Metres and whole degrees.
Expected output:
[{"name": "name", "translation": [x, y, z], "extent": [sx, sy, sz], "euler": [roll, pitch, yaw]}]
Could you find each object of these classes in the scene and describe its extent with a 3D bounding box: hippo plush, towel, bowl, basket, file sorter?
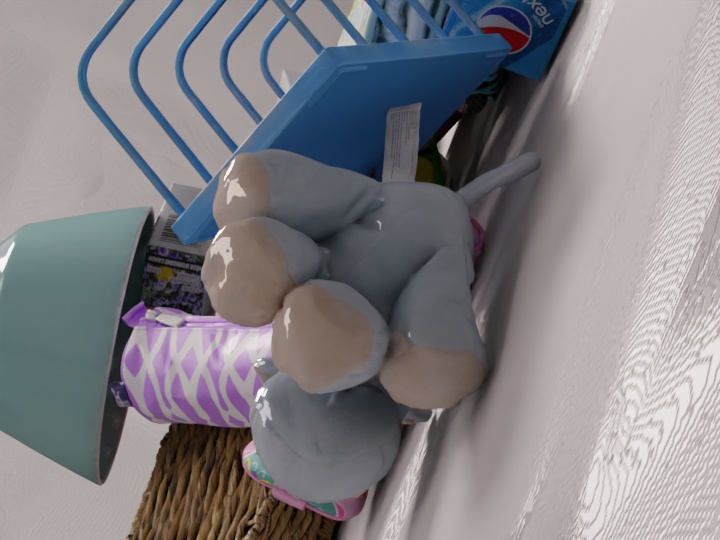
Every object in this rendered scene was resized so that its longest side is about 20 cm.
[{"name": "hippo plush", "translation": [-0.019, 0.026, 1.161], "extent": [0.200, 0.159, 0.161], "euler": [-74, 8, -46]}, {"name": "towel", "translation": [0.010, -0.139, 1.418], "extent": [0.171, 0.048, 0.200], "euler": [-95, 24, -69]}, {"name": "bowl", "translation": [-0.214, 0.045, 1.570], "extent": [0.201, 0.105, 0.202], "euler": [-170, 90, -89]}, {"name": "basket", "translation": [-0.063, 0.199, 1.490], "extent": [0.142, 0.149, 0.200], "euler": [-20, 37, 37]}, {"name": "file sorter", "translation": [-0.038, -0.115, 1.243], "extent": [0.139, 0.123, 0.200], "euler": [-46, -16, 27]}]

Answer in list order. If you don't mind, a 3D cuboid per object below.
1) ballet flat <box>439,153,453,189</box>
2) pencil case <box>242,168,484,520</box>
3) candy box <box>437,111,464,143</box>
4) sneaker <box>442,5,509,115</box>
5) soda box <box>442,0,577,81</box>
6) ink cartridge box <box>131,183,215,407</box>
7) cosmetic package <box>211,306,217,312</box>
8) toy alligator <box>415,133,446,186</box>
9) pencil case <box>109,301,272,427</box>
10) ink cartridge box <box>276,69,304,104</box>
[{"name": "ballet flat", "translation": [0.000, 0.000, 1.574], "extent": [0.067, 0.062, 0.201], "euler": [26, 95, 46]}, {"name": "pencil case", "translation": [0.001, 0.046, 1.303], "extent": [0.087, 0.087, 0.200], "euler": [-81, 15, -70]}, {"name": "candy box", "translation": [0.078, -0.205, 1.692], "extent": [0.136, 0.061, 0.200], "euler": [136, 158, -74]}, {"name": "sneaker", "translation": [0.081, -0.148, 1.485], "extent": [0.200, 0.077, 0.092], "euler": [-75, -9, -79]}, {"name": "soda box", "translation": [0.104, -0.205, 1.377], "extent": [0.200, 0.068, 0.064], "euler": [-73, 5, -49]}, {"name": "ink cartridge box", "translation": [-0.138, 0.049, 1.639], "extent": [0.109, 0.050, 0.201], "euler": [-77, -1, -63]}, {"name": "cosmetic package", "translation": [-0.026, -0.031, 1.656], "extent": [0.200, 0.071, 0.105], "euler": [-37, -31, -59]}, {"name": "toy alligator", "translation": [0.027, -0.082, 1.512], "extent": [0.059, 0.054, 0.200], "euler": [71, -166, -50]}, {"name": "pencil case", "translation": [-0.067, 0.058, 1.441], "extent": [0.084, 0.200, 0.086], "euler": [-37, -63, -47]}, {"name": "ink cartridge box", "translation": [-0.036, -0.048, 1.843], "extent": [0.147, 0.083, 0.201], "euler": [-110, 29, -66]}]
